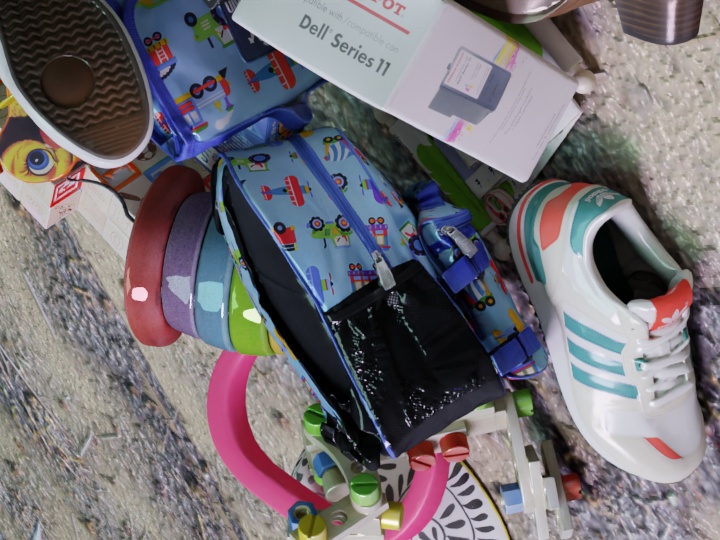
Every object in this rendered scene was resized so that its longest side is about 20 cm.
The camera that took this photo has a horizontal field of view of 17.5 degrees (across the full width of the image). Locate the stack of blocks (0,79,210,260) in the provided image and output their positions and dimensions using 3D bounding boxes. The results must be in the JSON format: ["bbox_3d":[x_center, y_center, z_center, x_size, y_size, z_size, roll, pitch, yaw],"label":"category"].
[{"bbox_3d":[-0.184,-0.082,1.644,0.200,0.115,0.059,46,150,12],"label":"stack of blocks"}]

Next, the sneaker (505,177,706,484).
[{"bbox_3d":[0.156,0.039,1.336,0.093,0.070,0.200,2,121,61],"label":"sneaker"}]

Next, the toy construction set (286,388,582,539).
[{"bbox_3d":[0.044,0.121,1.498,0.092,0.200,0.131,104,158,-47],"label":"toy construction set"}]

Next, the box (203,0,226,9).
[{"bbox_3d":[-0.050,-0.264,1.258,0.149,0.124,0.200,51,151,2],"label":"box"}]

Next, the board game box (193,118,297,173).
[{"bbox_3d":[-0.121,-0.146,1.566,0.200,0.034,0.135,42,148,20],"label":"board game box"}]

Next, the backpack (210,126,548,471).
[{"bbox_3d":[0.000,0.000,1.369,0.200,0.134,0.183,59,176,-1],"label":"backpack"}]

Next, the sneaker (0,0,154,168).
[{"bbox_3d":[-0.183,-0.137,1.337,0.200,0.073,0.085,53,171,10],"label":"sneaker"}]

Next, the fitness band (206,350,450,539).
[{"bbox_3d":[-0.021,0.106,1.616,0.200,0.037,0.144,33,109,29],"label":"fitness band"}]

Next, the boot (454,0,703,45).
[{"bbox_3d":[0.105,-0.197,1.179,0.200,0.070,0.146,18,129,43],"label":"boot"}]

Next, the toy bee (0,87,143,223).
[{"bbox_3d":[-0.210,-0.102,1.552,0.131,0.109,0.200,44,-146,-74],"label":"toy bee"}]

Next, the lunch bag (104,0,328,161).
[{"bbox_3d":[-0.093,-0.164,1.381,0.200,0.151,0.094,56,150,3],"label":"lunch bag"}]

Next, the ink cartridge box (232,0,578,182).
[{"bbox_3d":[0.016,-0.120,1.226,0.117,0.067,0.200,33,-174,33],"label":"ink cartridge box"}]

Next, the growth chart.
[{"bbox_3d":[0.066,-0.107,1.365,0.145,0.018,0.200,46,149,14],"label":"growth chart"}]

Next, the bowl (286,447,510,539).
[{"bbox_3d":[0.009,0.196,1.687,0.201,0.094,0.201,36,147,29],"label":"bowl"}]

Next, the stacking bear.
[{"bbox_3d":[-0.041,0.006,1.512,0.200,0.114,0.122,9,93,11],"label":"stacking bear"}]
